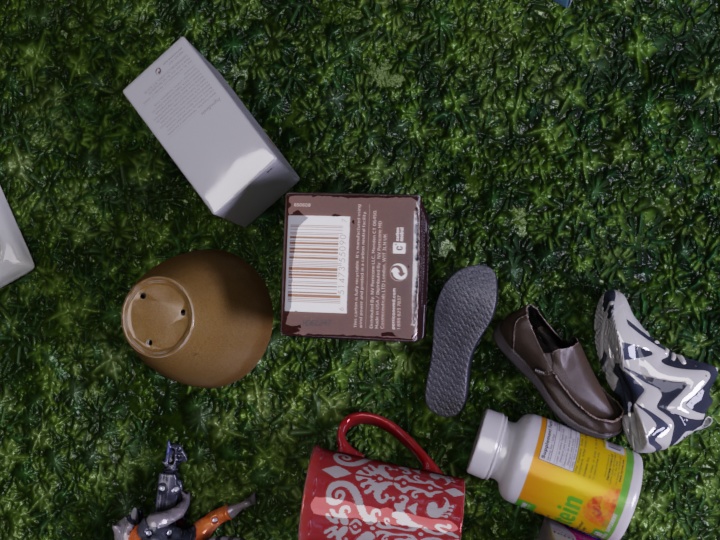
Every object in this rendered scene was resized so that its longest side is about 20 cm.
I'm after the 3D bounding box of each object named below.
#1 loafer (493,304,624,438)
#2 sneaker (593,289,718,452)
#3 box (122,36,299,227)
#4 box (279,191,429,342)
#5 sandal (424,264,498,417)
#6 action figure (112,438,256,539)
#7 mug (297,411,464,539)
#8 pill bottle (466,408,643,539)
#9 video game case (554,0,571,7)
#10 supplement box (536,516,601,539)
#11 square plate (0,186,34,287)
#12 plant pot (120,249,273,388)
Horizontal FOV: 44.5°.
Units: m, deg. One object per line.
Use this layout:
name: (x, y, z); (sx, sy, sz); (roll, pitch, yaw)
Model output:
loafer: (0.251, 0.122, 1.088); (0.200, 0.073, 0.072); (43, 128, 16)
sneaker: (0.375, 0.114, 1.094); (0.126, 0.080, 0.203); (-9, 66, -11)
box: (-0.189, -0.174, 1.148); (0.106, 0.152, 0.201); (-38, 82, 3)
box: (0.000, 0.000, 1.087); (0.160, 0.200, 0.171); (1, 87, 8)
sandal: (0.127, 0.088, 1.149); (0.075, 0.043, 0.205); (19, 99, 16)
action figure: (-0.232, 0.330, 1.153); (0.188, 0.105, 0.206); (-2, 89, -2)
mug: (0.031, 0.281, 1.105); (0.195, 0.133, 0.182); (8, 90, 5)
pill bottle: (0.235, 0.245, 1.084); (0.196, 0.111, 0.114); (20, 90, 9)
video game case: (0.233, -0.479, 1.159); (0.197, 0.045, 0.184); (30, 92, 8)
supplement box: (0.252, 0.374, 1.030); (0.099, 0.200, 0.106); (19, 88, 8)
square plate: (-0.590, -0.047, 1.261); (0.197, 0.028, 0.201); (-28, 84, 6)
plant pot: (-0.222, 0.058, 1.116); (0.181, 0.200, 0.192); (-1, 86, 8)
